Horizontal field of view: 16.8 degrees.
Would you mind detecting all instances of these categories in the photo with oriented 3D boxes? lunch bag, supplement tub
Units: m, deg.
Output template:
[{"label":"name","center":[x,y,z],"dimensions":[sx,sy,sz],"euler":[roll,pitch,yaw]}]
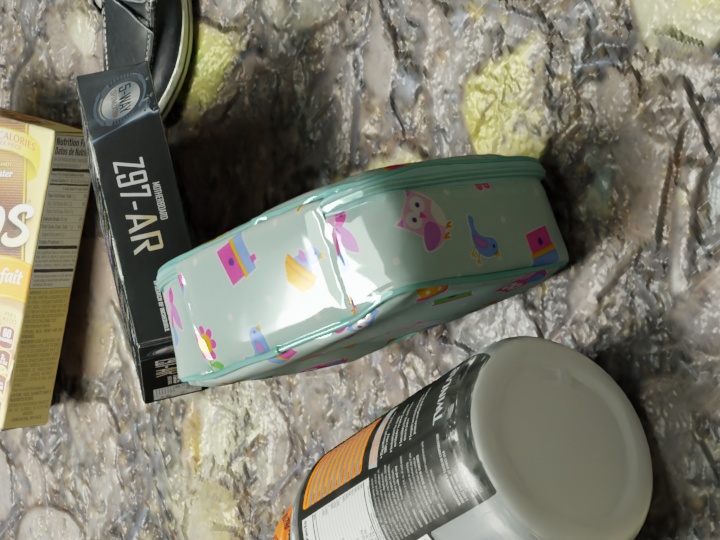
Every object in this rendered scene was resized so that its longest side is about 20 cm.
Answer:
[{"label":"lunch bag","center":[0.000,0.000,1.276],"dimensions":[0.200,0.160,0.077],"euler":[-23,82,43]},{"label":"supplement tub","center":[0.046,0.124,1.258],"dimensions":[0.200,0.122,0.123],"euler":[-37,66,47]}]

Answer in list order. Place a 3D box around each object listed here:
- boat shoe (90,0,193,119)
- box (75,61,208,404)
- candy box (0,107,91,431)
[{"label":"boat shoe","center":[-0.140,-0.182,1.497],"dimensions":[0.075,0.062,0.200],"euler":[27,116,44]},{"label":"box","center":[-0.127,-0.017,1.434],"dimensions":[0.200,0.043,0.160],"euler":[107,150,-77]},{"label":"candy box","center":[-0.248,-0.006,1.608],"dimensions":[0.115,0.055,0.200],"euler":[15,99,28]}]
